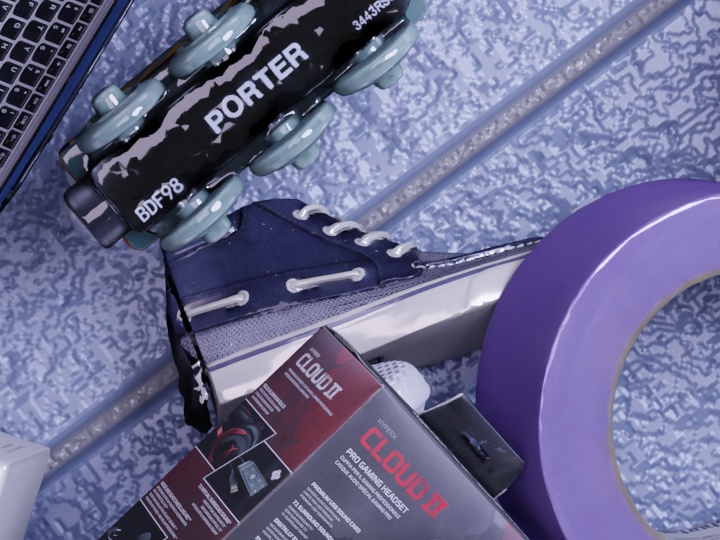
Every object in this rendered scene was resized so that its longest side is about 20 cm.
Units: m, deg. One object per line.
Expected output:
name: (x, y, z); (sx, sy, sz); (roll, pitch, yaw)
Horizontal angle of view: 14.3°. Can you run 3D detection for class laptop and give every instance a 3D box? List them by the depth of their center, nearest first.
laptop: (-0.164, -0.115, 1.255); (0.199, 0.116, 0.188); (22, 71, 25)

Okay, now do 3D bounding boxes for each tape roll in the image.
tape roll: (0.158, 0.060, 1.293); (0.199, 0.085, 0.201); (-2, 96, -18)

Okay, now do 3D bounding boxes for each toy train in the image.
toy train: (-0.053, -0.086, 1.311); (0.200, 0.114, 0.085); (-41, 101, -1)

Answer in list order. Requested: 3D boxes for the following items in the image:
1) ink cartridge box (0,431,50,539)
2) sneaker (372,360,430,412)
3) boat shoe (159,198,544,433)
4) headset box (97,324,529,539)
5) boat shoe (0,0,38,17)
ink cartridge box: (-0.263, 0.115, 1.324); (0.199, 0.125, 0.129); (17, 91, 2)
sneaker: (-0.015, 0.134, 1.322); (0.115, 0.075, 0.200); (45, 115, -3)
boat shoe: (0.000, 0.000, 1.343); (0.199, 0.075, 0.093); (-18, 72, -8)
headset box: (-0.017, 0.134, 1.229); (0.200, 0.075, 0.149); (-43, 120, -3)
boat shoe: (-0.230, -0.077, 1.356); (0.199, 0.060, 0.072); (-23, 89, 2)
